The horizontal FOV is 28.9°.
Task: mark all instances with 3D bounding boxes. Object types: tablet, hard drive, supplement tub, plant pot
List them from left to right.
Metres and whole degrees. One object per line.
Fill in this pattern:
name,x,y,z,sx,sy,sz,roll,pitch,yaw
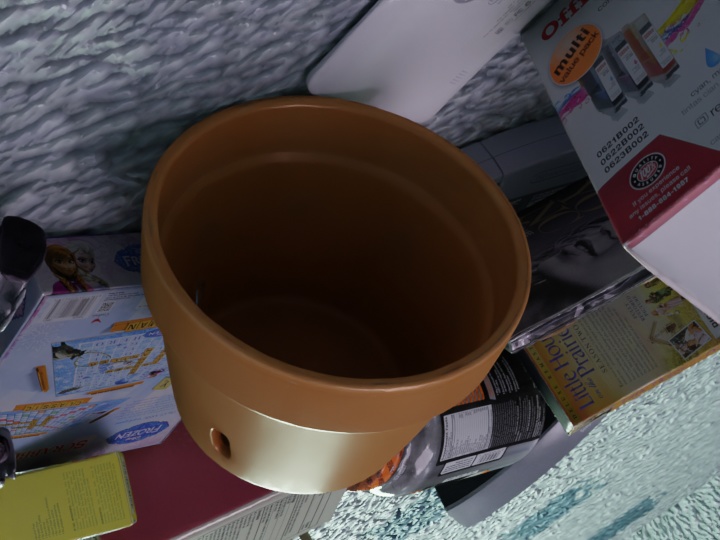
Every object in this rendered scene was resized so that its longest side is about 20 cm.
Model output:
plant pot,-0.024,0.024,0.748,0.200,0.200,0.140,-19,147,-30
supplement tub,0.054,0.119,1.165,0.200,0.123,0.123,-5,145,-47
tablet,0.070,-0.157,0.767,0.200,0.014,0.130,-44,155,24
hard drive,0.127,0.130,1.273,0.042,0.135,0.200,11,133,-45

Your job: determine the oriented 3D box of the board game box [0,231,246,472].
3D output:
board game box,-0.160,0.052,0.854,0.200,0.041,0.200,-5,145,-48

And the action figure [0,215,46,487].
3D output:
action figure,-0.230,0.057,0.716,0.130,0.069,0.200,16,124,-21

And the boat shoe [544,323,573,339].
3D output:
boat shoe,0.090,0.018,1.081,0.199,0.069,0.074,-6,106,-35

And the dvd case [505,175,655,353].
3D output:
dvd case,0.149,-0.021,0.922,0.199,0.149,0.016,-27,115,-12

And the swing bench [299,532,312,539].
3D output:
swing bench,-0.141,0.337,1.348,0.198,0.130,0.200,-16,153,-35

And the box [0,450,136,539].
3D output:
box,-0.242,0.159,0.871,0.199,0.050,0.075,-12,173,-8

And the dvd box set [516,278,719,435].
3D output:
dvd box set,0.219,0.029,1.166,0.200,0.147,0.029,-28,159,-13

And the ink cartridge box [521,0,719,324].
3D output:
ink cartridge box,0.209,-0.092,0.792,0.144,0.200,0.145,31,118,-35

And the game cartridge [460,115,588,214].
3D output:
game cartridge,0.115,-0.055,1.004,0.199,0.042,0.133,-17,149,-33

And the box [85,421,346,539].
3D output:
box,-0.119,0.157,1.034,0.199,0.109,0.128,-22,155,-25
